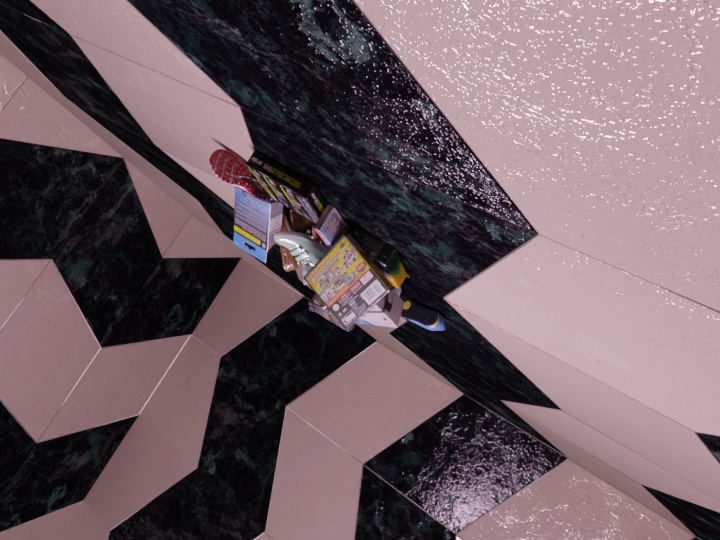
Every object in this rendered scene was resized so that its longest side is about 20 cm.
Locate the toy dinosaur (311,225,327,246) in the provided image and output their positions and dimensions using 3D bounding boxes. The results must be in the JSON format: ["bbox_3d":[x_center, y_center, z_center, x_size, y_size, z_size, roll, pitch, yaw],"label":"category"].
[{"bbox_3d":[-0.070,-0.050,1.745,0.195,0.086,0.138,14,130,14],"label":"toy dinosaur"}]

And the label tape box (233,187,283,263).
[{"bbox_3d":[-0.305,-0.147,1.739,0.142,0.063,0.204,29,128,24],"label":"label tape box"}]

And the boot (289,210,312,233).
[{"bbox_3d":[-0.184,-0.133,1.712,0.073,0.076,0.200,33,172,-13],"label":"boot"}]

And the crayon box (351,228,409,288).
[{"bbox_3d":[0.050,-0.022,1.540,0.124,0.052,0.200,29,170,25],"label":"crayon box"}]

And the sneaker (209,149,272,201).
[{"bbox_3d":[-0.323,-0.249,1.591,0.198,0.082,0.074,36,172,-15],"label":"sneaker"}]

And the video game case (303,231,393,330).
[{"bbox_3d":[-0.034,0.030,1.494,0.181,0.025,0.200,49,128,3],"label":"video game case"}]

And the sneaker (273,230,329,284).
[{"bbox_3d":[-0.160,-0.029,1.630,0.197,0.121,0.073,23,158,-24],"label":"sneaker"}]

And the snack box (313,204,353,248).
[{"bbox_3d":[-0.058,-0.089,1.510,0.024,0.073,0.200,27,168,28],"label":"snack box"}]

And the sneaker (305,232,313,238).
[{"bbox_3d":[-0.113,-0.045,1.870,0.080,0.084,0.200,21,162,47],"label":"sneaker"}]

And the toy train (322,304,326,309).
[{"bbox_3d":[-0.036,0.050,1.837,0.055,0.202,0.150,40,145,-12],"label":"toy train"}]

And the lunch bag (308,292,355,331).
[{"bbox_3d":[-0.066,0.083,1.991,0.166,0.202,0.140,27,168,26],"label":"lunch bag"}]

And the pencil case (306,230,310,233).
[{"bbox_3d":[-0.261,-0.142,1.888,0.197,0.091,0.078,30,179,8],"label":"pencil case"}]

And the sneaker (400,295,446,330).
[{"bbox_3d":[0.185,0.142,1.847,0.198,0.067,0.078,24,171,44],"label":"sneaker"}]

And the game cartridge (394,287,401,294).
[{"bbox_3d":[0.034,0.101,1.809,0.133,0.196,0.042,90,156,-82],"label":"game cartridge"}]

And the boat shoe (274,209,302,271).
[{"bbox_3d":[-0.233,-0.097,1.779,0.072,0.066,0.205,-110,2,-88],"label":"boat shoe"}]

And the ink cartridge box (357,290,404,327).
[{"bbox_3d":[0.015,0.078,1.618,0.142,0.085,0.200,4,155,29],"label":"ink cartridge box"}]

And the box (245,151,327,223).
[{"bbox_3d":[-0.170,-0.194,1.459,0.191,0.048,0.200,33,171,20],"label":"box"}]
